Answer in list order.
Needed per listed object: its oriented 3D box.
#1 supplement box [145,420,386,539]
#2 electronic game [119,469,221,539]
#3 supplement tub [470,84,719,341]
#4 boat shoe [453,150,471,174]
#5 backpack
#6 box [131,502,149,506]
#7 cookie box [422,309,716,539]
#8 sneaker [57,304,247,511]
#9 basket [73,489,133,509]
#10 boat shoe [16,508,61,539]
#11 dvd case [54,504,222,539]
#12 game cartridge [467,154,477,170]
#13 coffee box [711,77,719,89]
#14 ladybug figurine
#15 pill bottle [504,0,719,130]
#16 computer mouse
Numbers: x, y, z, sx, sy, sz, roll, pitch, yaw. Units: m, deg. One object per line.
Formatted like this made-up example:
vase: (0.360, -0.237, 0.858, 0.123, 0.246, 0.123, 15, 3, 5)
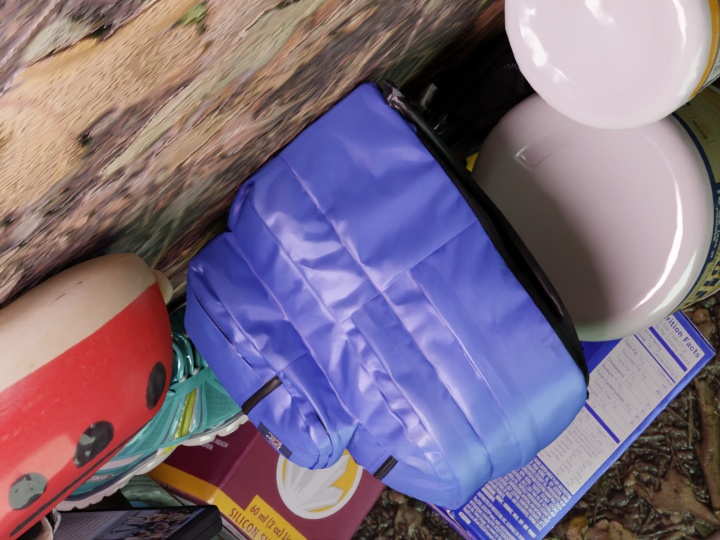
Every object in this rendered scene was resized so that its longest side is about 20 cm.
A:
supplement box: (-0.029, 0.089, 1.387, 0.085, 0.110, 0.201, 14, -116, 54)
electronic game: (-0.181, 0.193, 1.420, 0.199, 0.042, 0.201, -18, 136, -17)
supplement tub: (0.159, -0.043, 1.257, 0.144, 0.145, 0.200, -43, 169, 24)
boat shoe: (0.000, 0.000, 1.279, 0.200, 0.071, 0.070, -34, 167, 38)
backpack: (0.013, 0.034, 1.132, 0.168, 0.200, 0.163, -41, 176, -5)
box: (-0.121, 0.142, 1.475, 0.200, 0.122, 0.048, -42, -152, 15)
cookie box: (0.107, 0.075, 1.424, 0.200, 0.075, 0.171, -46, -149, -5)
sneaker: (-0.108, 0.063, 1.209, 0.200, 0.077, 0.080, -38, 165, -34)
basket: (-0.161, 0.223, 1.274, 0.180, 0.200, 0.136, -36, 142, 0)
boat shoe: (-0.182, 0.124, 1.084, 0.200, 0.060, 0.074, 101, 15, -73)
dvd case: (-0.191, 0.165, 1.166, 0.199, 0.018, 0.143, -6, -165, 32)
game cartridge: (0.061, -0.075, 1.544, 0.176, 0.032, 0.200, -40, 172, -16)
coffee box: (0.200, -0.148, 1.470, 0.080, 0.115, 0.200, -40, 175, -7)
ladybug figurine: (-0.152, 0.069, 0.920, 0.200, 0.072, 0.136, -40, 174, -19)
pill bottle: (0.169, -0.158, 1.152, 0.116, 0.117, 0.200, -45, 174, 39)
computer mouse: (0.077, -0.109, 1.286, 0.199, 0.053, 0.139, -25, 170, -25)
